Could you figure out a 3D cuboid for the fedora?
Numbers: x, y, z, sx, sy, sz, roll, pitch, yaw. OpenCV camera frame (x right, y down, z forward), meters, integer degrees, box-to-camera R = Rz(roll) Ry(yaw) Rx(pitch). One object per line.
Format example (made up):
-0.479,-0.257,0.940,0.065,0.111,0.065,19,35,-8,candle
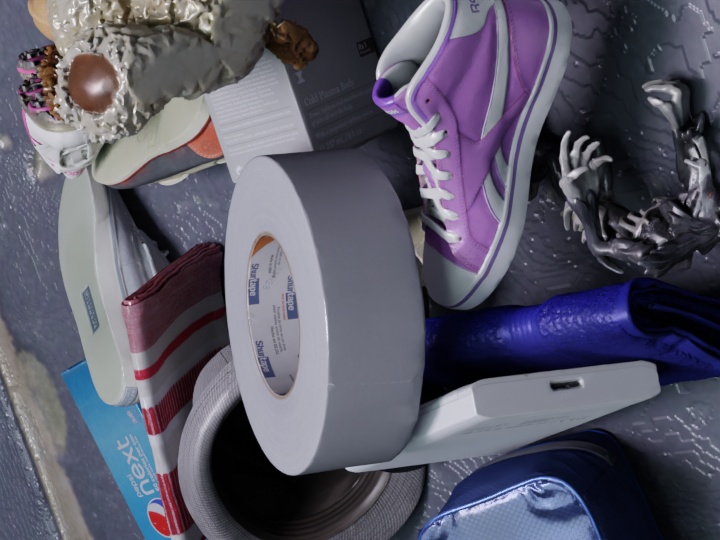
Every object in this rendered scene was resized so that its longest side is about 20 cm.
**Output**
-0.053,0.120,1.532,0.200,0.177,0.090,49,180,-35,fedora

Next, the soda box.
-0.152,0.149,1.660,0.068,0.064,0.201,-25,93,42,soda box

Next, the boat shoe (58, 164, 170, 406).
-0.180,0.010,1.614,0.070,0.071,0.202,-41,57,47,boat shoe

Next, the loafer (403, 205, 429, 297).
0.000,0.000,1.472,0.199,0.068,0.076,-21,95,41,loafer

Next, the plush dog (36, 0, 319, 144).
-0.133,-0.173,1.340,0.171,0.160,0.202,15,89,45,plush dog

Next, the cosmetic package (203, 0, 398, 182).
-0.060,-0.171,1.421,0.090,0.107,0.201,-8,105,38,cosmetic package

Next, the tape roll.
-0.026,0.025,1.329,0.200,0.066,0.202,174,90,-69,tape roll

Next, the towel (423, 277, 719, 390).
0.133,0.042,1.352,0.199,0.147,0.050,-11,68,40,towel

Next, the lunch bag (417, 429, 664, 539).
0.141,0.216,1.417,0.135,0.132,0.201,-20,95,26,lunch bag

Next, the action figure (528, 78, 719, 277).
0.160,-0.056,1.295,0.199,0.119,0.103,17,124,38,action figure

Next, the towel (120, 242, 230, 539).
-0.122,0.094,1.561,0.023,0.144,0.202,-3,108,22,towel

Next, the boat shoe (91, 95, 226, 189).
-0.135,-0.097,1.537,0.200,0.062,0.072,-17,63,56,boat shoe

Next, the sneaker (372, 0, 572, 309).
0.045,-0.073,1.263,0.073,0.114,0.202,34,117,51,sneaker

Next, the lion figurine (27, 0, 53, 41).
-0.176,-0.177,1.498,0.199,0.122,0.073,9,115,36,lion figurine

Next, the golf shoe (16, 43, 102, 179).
-0.207,-0.110,1.536,0.072,0.200,0.093,-13,107,-5,golf shoe

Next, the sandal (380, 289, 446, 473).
0.026,0.084,1.440,0.043,0.076,0.201,51,165,35,sandal

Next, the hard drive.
0.086,0.095,1.358,0.200,0.131,0.026,149,113,-63,hard drive
